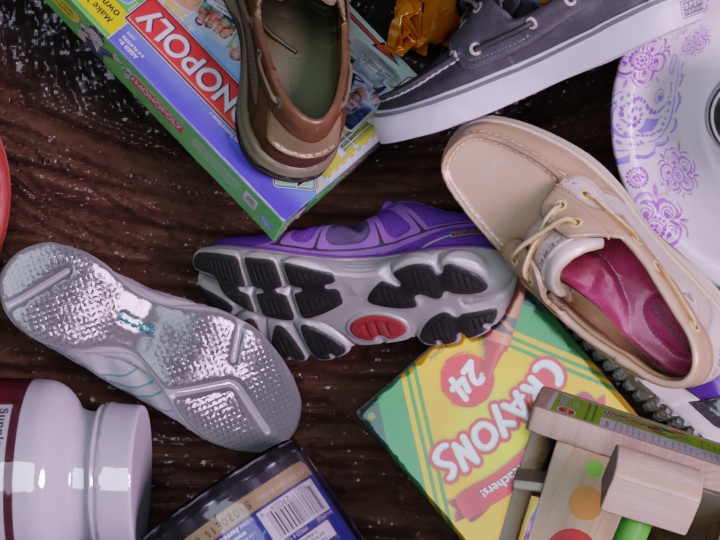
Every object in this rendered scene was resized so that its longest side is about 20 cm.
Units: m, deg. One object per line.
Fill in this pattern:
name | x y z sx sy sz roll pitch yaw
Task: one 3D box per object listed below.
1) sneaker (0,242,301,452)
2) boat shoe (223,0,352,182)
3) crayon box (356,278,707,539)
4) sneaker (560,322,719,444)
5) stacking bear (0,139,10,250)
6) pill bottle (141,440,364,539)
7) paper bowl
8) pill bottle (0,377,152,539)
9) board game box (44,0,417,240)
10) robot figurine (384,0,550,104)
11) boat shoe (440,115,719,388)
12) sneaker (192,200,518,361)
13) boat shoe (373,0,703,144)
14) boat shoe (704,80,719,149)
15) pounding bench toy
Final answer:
sneaker | -0.123 0.041 1.387 0.199 0.080 0.071 31 82 -14
boat shoe | -0.036 -0.152 1.345 0.075 0.074 0.202 -1 68 -18
crayon box | 0.108 0.118 1.373 0.127 0.051 0.200 -41 85 0
sneaker | 0.184 0.025 1.370 0.099 0.070 0.200 -43 89 -7
stacking bear | -0.317 -0.048 1.384 0.198 0.114 0.123 10 84 15
pill bottle | -0.028 0.207 1.345 0.111 0.112 0.201 -34 84 1
paper bowl | 0.246 -0.087 1.317 0.199 0.104 0.203 3 98 20
pill bottle | -0.224 0.118 1.364 0.198 0.113 0.114 1 86 3
board game box | -0.071 -0.132 1.384 0.200 0.029 0.134 46 62 5
robot figurine | 0.072 -0.201 1.329 0.144 0.058 0.201 30 130 31
boat shoe | 0.120 -0.010 1.284 0.200 0.069 0.074 39 113 11
sneaker | 0.000 0.000 1.381 0.198 0.084 0.081 0 129 19
boat shoe | 0.087 -0.129 1.284 0.199 0.070 0.067 -21 94 29
boat shoe | 0.270 -0.054 1.225 0.199 0.064 0.071 23 106 15
pounding bench toy | 0.127 0.161 1.238 0.123 0.200 0.157 18 94 6
